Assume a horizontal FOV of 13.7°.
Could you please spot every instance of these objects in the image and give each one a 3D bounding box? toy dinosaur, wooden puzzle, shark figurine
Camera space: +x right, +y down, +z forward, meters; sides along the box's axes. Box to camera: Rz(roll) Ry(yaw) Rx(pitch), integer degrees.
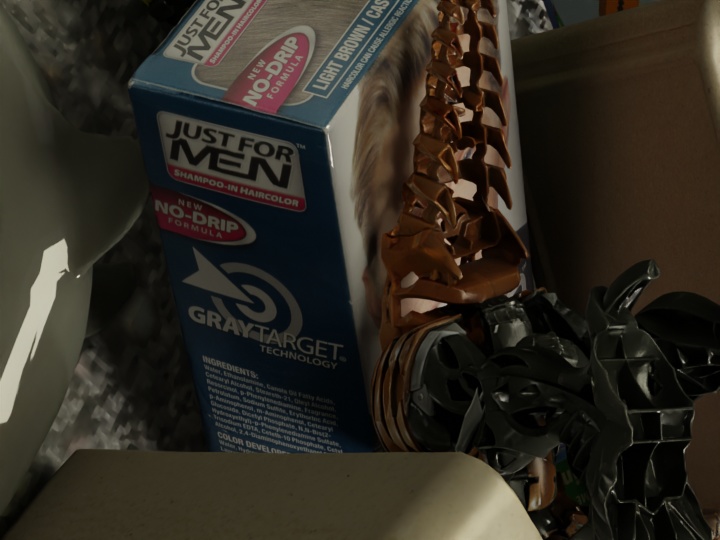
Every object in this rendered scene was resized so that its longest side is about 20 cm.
[{"bbox_3d":[0.043,0.038,0.743,0.102,0.135,0.201,-43,115,-34],"label":"toy dinosaur"},{"bbox_3d":[0.095,0.017,0.850,0.037,0.200,0.186,-16,94,-14],"label":"wooden puzzle"},{"bbox_3d":[-0.096,-0.042,0.791,0.128,0.089,0.216,-23,99,-46],"label":"shark figurine"}]

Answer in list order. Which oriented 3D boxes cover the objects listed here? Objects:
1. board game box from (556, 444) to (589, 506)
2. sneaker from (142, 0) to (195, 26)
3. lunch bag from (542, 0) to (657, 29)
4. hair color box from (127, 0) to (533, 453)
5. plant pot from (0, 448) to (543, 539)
[{"bbox_3d":[0.100,0.149,0.977,0.151,0.036,0.201,-23,98,-45],"label":"board game box"},{"bbox_3d":[-0.011,-0.084,0.891,0.200,0.078,0.085,58,28,-30],"label":"sneaker"},{"bbox_3d":[0.146,-0.076,1.012,0.160,0.076,0.201,2,61,-39],"label":"lunch bag"},{"bbox_3d":[0.000,0.000,0.829,0.100,0.060,0.201,-56,149,-38],"label":"hair color box"},{"bbox_3d":[-0.034,0.177,0.737,0.177,0.200,0.200,-41,110,-30],"label":"plant pot"}]
